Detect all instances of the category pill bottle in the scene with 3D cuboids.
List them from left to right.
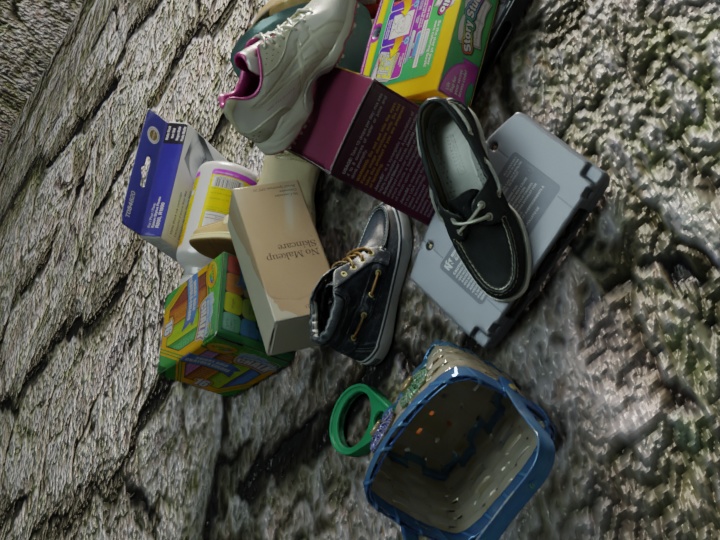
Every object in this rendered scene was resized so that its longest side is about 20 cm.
[{"bbox_3d":[-0.217,-0.055,1.432,0.104,0.103,0.203,-13,60,52],"label":"pill bottle"}]

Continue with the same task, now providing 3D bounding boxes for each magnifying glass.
[{"bbox_3d":[0.029,0.161,1.012,0.199,0.022,0.081,-12,61,55],"label":"magnifying glass"}]

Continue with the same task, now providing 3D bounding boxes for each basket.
[{"bbox_3d":[0.083,0.169,0.810,0.178,0.138,0.200,-57,24,14],"label":"basket"}]

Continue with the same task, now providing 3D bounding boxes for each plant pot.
[{"bbox_3d":[-0.060,-0.246,1.261,0.199,0.198,0.136,-29,75,44],"label":"plant pot"}]

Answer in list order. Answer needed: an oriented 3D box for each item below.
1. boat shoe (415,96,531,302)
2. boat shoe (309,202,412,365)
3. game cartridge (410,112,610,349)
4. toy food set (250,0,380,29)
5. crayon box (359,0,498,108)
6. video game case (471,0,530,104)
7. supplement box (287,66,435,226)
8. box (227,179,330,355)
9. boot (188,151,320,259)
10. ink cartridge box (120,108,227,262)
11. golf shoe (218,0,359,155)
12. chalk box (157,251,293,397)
[{"bbox_3d":[0.099,-0.066,0.885,0.075,0.060,0.203,-29,74,24],"label":"boat shoe"},{"bbox_3d":[0.000,0.000,1.085,0.070,0.090,0.203,-19,55,49],"label":"boat shoe"},{"bbox_3d":[0.136,-0.043,0.923,0.133,0.040,0.201,43,109,31],"label":"game cartridge"},{"bbox_3d":[-0.057,-0.342,1.305,0.199,0.196,0.049,-32,75,54],"label":"toy food set"},{"bbox_3d":[0.080,-0.281,1.124,0.171,0.058,0.203,1,73,54],"label":"crayon box"},{"bbox_3d":[0.109,-0.282,1.159,0.182,0.025,0.200,-60,32,11],"label":"video game case"},{"bbox_3d":[0.038,-0.122,1.002,0.104,0.198,0.131,-62,33,6],"label":"supplement box"},{"bbox_3d":[-0.095,-0.006,1.169,0.078,0.094,0.202,109,145,-53],"label":"box"},{"bbox_3d":[-0.144,-0.098,1.341,0.197,0.073,0.158,-9,60,28],"label":"boot"},{"bbox_3d":[-0.277,-0.120,1.479,0.040,0.200,0.203,-4,65,28],"label":"ink cartridge box"},{"bbox_3d":[-0.071,-0.220,0.954,0.075,0.091,0.202,15,78,58],"label":"golf shoe"},{"bbox_3d":[-0.165,0.067,1.260,0.199,0.123,0.127,-34,45,42],"label":"chalk box"}]
